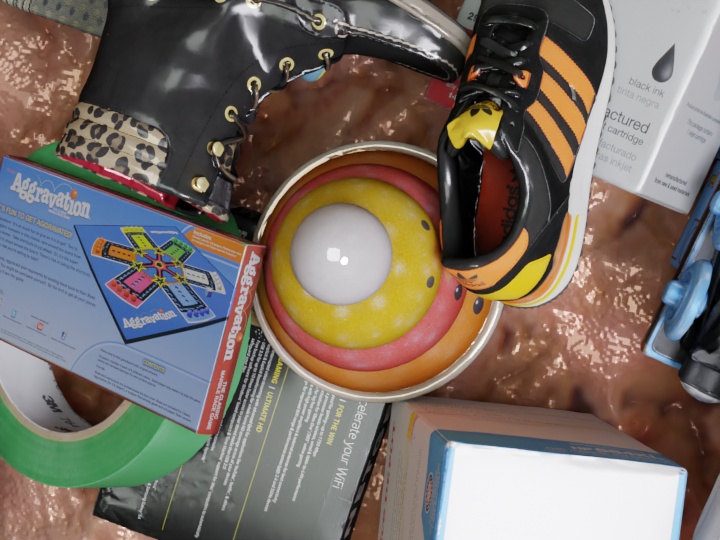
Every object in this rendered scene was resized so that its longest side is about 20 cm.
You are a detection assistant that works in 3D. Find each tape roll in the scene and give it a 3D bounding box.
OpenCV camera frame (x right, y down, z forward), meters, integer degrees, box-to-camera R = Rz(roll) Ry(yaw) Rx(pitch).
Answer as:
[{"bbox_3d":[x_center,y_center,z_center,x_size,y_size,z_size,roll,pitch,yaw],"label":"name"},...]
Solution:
[{"bbox_3d":[-0.152,0.025,1.016,0.200,0.048,0.201,-4,83,37],"label":"tape roll"}]

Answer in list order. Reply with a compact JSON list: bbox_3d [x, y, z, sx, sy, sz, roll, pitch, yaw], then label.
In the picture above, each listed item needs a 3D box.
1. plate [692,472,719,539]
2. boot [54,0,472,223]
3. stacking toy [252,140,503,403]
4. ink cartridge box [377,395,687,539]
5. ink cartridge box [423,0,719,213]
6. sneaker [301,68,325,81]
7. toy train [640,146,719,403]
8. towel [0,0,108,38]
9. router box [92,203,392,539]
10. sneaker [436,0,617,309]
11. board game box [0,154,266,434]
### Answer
[{"bbox_3d":[0.244,0.103,0.931,0.032,0.199,0.200,28,98,39],"label":"plate"},{"bbox_3d":[-0.053,-0.097,0.931,0.200,0.073,0.151,21,82,-2],"label":"boot"},{"bbox_3d":[0.000,0.000,0.903,0.146,0.200,0.147,0,90,7],"label":"stacking toy"},{"bbox_3d":[0.082,0.144,0.956,0.125,0.200,0.129,6,94,-7],"label":"ink cartridge box"},{"bbox_3d":[0.146,-0.153,0.957,0.144,0.084,0.200,27,97,29],"label":"ink cartridge box"},{"bbox_3d":[-0.025,-0.201,1.018,0.130,0.080,0.200,21,85,-8],"label":"sneaker"},{"bbox_3d":[0.221,-0.025,0.952,0.087,0.114,0.200,23,97,-2],"label":"toy train"},{"bbox_3d":[-0.168,-0.243,1.034,0.200,0.035,0.193,24,96,28],"label":"towel"},{"bbox_3d":[-0.057,0.074,1.041,0.149,0.051,0.201,19,96,8],"label":"router box"},{"bbox_3d":[0.078,-0.083,0.886,0.070,0.090,0.201,3,85,29],"label":"sneaker"},{"bbox_3d":[-0.140,0.009,0.966,0.200,0.019,0.103,20,99,38],"label":"board game box"}]
